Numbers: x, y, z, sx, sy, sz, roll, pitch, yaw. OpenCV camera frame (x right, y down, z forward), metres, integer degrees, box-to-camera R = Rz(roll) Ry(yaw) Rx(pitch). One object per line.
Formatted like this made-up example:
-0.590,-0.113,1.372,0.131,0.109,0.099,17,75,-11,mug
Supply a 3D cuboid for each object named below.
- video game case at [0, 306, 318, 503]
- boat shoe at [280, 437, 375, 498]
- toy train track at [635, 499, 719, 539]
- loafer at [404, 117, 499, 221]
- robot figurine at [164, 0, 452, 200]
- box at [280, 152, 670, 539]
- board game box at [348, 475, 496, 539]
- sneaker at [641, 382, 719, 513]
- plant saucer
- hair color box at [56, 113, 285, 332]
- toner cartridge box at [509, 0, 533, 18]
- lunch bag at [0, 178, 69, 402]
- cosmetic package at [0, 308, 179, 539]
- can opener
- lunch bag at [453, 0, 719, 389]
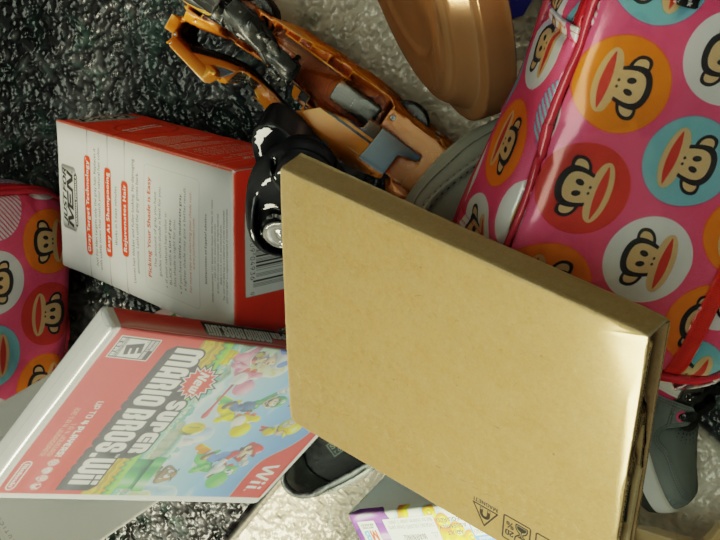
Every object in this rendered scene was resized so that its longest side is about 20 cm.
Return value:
-0.098,0.083,0.778,0.143,0.200,0.017,-49,52,27,video game case
0.025,0.077,0.849,0.199,0.068,0.074,-35,89,25,boat shoe
0.185,0.198,0.831,0.114,0.033,0.200,20,120,-16,toy train track
0.108,-0.059,0.727,0.200,0.070,0.070,-33,107,-16,loafer
-0.031,-0.106,0.789,0.200,0.145,0.058,35,98,-1,robot figurine
0.044,0.049,0.639,0.200,0.021,0.164,26,134,31,box
0.096,0.192,0.770,0.105,0.103,0.200,-15,106,40,board game box
0.206,0.043,0.765,0.121,0.084,0.200,-2,104,28,sneaker
0.028,-0.173,0.723,0.032,0.200,0.201,-22,94,-6,plant saucer
-0.111,-0.033,0.833,0.200,0.061,0.102,19,114,46,hair color box
0.065,-0.193,0.696,0.043,0.200,0.095,-21,87,-5,toner cartridge box
-0.278,0.037,0.889,0.082,0.176,0.201,11,100,37,lunch bag
-0.178,0.117,0.861,0.108,0.200,0.085,56,142,0,cosmetic package
0.000,0.000,0.742,0.063,0.079,0.200,-7,130,33,can opener
0.152,-0.047,0.654,0.176,0.082,0.200,14,110,-16,lunch bag
